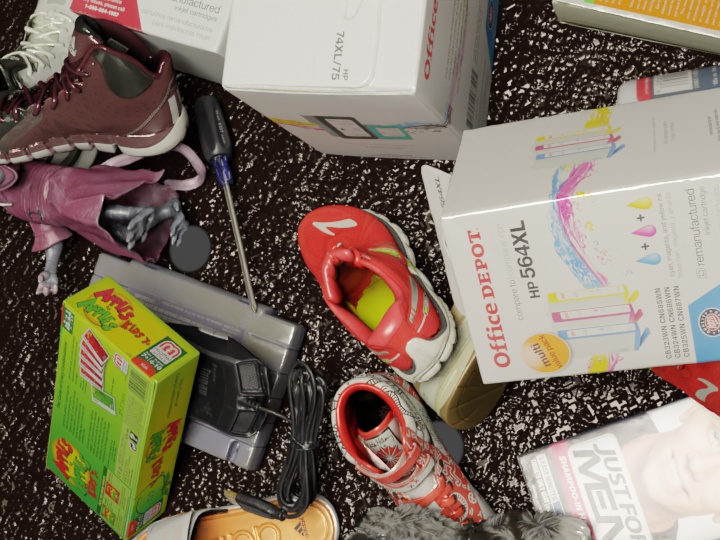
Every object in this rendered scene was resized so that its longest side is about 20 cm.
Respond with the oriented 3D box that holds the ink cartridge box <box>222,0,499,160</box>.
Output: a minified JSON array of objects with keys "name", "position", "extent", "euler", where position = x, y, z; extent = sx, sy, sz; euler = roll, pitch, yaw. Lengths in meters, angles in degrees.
[{"name":"ink cartridge box","position":[0.009,-0.177,0.887],"extent":[0.145,0.200,0.148],"euler":[4,83,19]}]

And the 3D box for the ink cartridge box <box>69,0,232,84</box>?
[{"name":"ink cartridge box","position":[-0.114,-0.267,0.971],"extent":[0.144,0.145,0.202],"euler":[19,88,21]}]

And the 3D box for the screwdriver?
[{"name":"screwdriver","position":[-0.108,-0.057,0.997],"extent":[0.028,0.029,0.201],"euler":[-22,74,18]}]

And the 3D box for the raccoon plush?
[{"name":"raccoon plush","position":[0.063,0.245,0.826],"extent":[0.198,0.097,0.135],"euler":[1,122,8]}]

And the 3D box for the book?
[{"name":"book","position":[0.260,-0.237,0.892],"extent":[0.199,0.048,0.135],"euler":[17,86,19]}]

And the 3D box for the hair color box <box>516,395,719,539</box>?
[{"name":"hair color box","position":[0.223,0.146,0.842],"extent":[0.199,0.060,0.101],"euler":[-22,76,14]}]

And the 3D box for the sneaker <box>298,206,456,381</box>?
[{"name":"sneaker","position":[0.000,0.000,0.893],"extent":[0.077,0.085,0.200],"euler":[-52,41,8]}]

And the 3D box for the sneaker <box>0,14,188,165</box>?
[{"name":"sneaker","position":[-0.236,-0.148,0.919],"extent":[0.198,0.116,0.076],"euler":[-5,49,-8]}]

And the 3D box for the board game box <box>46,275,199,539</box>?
[{"name":"board game box","position":[-0.192,0.113,0.935],"extent":[0.101,0.048,0.201],"euler":[37,134,20]}]

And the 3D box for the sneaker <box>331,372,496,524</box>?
[{"name":"sneaker","position":[0.045,0.166,0.874],"extent":[0.067,0.108,0.202],"euler":[-33,74,12]}]

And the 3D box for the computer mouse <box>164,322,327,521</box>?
[{"name":"computer mouse","position":[-0.105,0.115,0.938],"extent":[0.199,0.046,0.142],"euler":[12,109,29]}]

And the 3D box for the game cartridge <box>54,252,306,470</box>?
[{"name":"game cartridge","position":[-0.152,0.072,0.997],"extent":[0.199,0.038,0.131],"euler":[19,85,21]}]

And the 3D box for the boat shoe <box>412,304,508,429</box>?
[{"name":"boat shoe","position":[0.104,0.020,0.895],"extent":[0.066,0.074,0.201],"euler":[33,87,44]}]

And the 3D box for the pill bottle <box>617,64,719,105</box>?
[{"name":"pill bottle","position":[0.285,-0.087,0.822],"extent":[0.198,0.120,0.121],"euler":[-7,80,18]}]

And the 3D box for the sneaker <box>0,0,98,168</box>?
[{"name":"sneaker","position":[-0.273,-0.190,1.030],"extent":[0.075,0.115,0.202],"euler":[-2,81,19]}]

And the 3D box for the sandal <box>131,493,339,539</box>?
[{"name":"sandal","position":[-0.119,0.224,0.949],"extent":[0.205,0.059,0.080],"euler":[-22,76,15]}]

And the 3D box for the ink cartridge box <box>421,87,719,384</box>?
[{"name":"ink cartridge box","position":[0.141,-0.019,0.751],"extent":[0.198,0.126,0.129],"euler":[-9,118,17]}]

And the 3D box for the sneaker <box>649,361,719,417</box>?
[{"name":"sneaker","position":[0.196,0.050,0.807],"extent":[0.084,0.200,0.078],"euler":[-12,113,-16]}]

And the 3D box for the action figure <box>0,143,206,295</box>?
[{"name":"action figure","position":[-0.250,-0.068,0.978],"extent":[0.198,0.134,0.150],"euler":[14,63,20]}]
